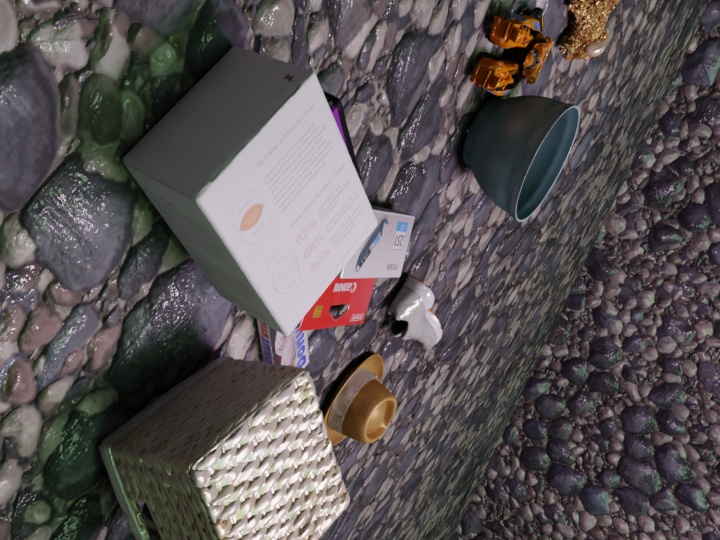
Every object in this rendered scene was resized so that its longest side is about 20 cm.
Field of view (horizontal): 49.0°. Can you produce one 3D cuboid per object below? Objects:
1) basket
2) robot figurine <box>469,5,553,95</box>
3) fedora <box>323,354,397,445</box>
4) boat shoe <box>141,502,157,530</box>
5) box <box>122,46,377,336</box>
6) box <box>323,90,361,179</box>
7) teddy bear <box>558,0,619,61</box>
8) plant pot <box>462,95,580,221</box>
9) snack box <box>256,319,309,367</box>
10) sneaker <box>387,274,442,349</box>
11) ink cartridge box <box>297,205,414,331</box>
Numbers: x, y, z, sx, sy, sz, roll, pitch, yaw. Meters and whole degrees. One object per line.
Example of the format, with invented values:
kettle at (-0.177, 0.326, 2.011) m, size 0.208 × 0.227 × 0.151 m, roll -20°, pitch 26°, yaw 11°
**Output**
basket at (-0.139, 0.227, 0.870) m, size 0.199 × 0.159 × 0.202 m, roll -37°, pitch 116°, yaw -46°
robot figurine at (0.237, -0.328, 1.209) m, size 0.199 × 0.058 × 0.147 m, roll -22°, pitch 139°, yaw -56°
fedora at (0.008, 0.246, 1.391) m, size 0.201 × 0.081 × 0.202 m, roll -46°, pitch 154°, yaw -29°
boat shoe at (-0.196, 0.237, 0.979) m, size 0.200 × 0.071 × 0.067 m, roll -37°, pitch 144°, yaw -53°
box at (-0.090, -0.069, 0.724) m, size 0.153 × 0.105 × 0.201 m, roll -50°, pitch 143°, yaw -20°
box at (-0.078, -0.079, 0.880) m, size 0.201 × 0.036 × 0.144 m, roll -53°, pitch 156°, yaw -19°
teddy bear at (0.416, -0.452, 1.427) m, size 0.145 × 0.066 × 0.202 m, roll -44°, pitch 152°, yaw -28°
plant pot at (0.252, -0.202, 1.296) m, size 0.200 × 0.133 × 0.202 m, roll -45°, pitch 154°, yaw -29°
snack box at (-0.101, 0.081, 1.039) m, size 0.072 × 0.024 × 0.202 m, roll -47°, pitch 154°, yaw -32°
sneaker at (0.087, 0.093, 1.405) m, size 0.092 × 0.075 × 0.201 m, roll -43°, pitch 146°, yaw -16°
ink cartridge box at (0.000, 0.000, 1.091) m, size 0.199 × 0.044 × 0.180 m, roll -1°, pitch 107°, yaw -64°
